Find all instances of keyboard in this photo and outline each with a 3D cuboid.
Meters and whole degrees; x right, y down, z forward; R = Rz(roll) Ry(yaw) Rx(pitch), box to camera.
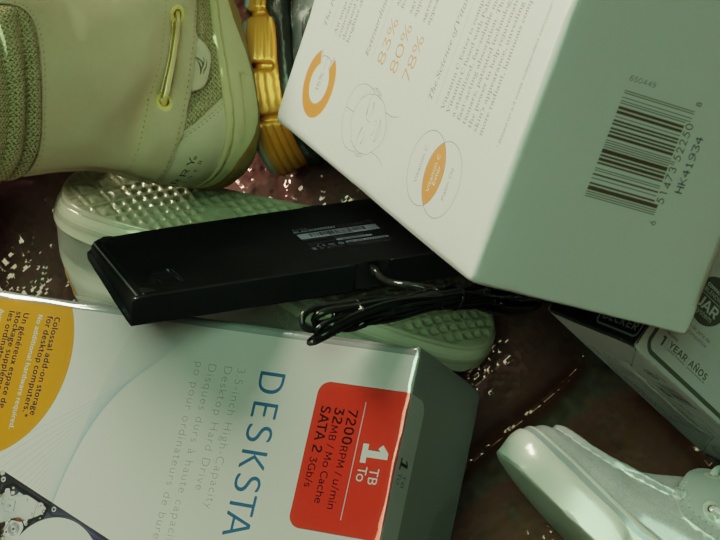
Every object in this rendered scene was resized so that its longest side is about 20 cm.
[{"bbox_3d":[0.000,0.000,0.875,0.199,0.127,0.021,-9,113,-19],"label":"keyboard"}]

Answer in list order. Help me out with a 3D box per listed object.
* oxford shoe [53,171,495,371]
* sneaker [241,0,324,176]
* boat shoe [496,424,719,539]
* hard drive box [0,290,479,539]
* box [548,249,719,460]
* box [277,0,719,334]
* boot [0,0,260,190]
[{"bbox_3d":[-0.039,0.008,0.937,0.199,0.075,0.058,15,122,7],"label":"oxford shoe"},{"bbox_3d":[-0.013,-0.143,0.967,0.077,0.078,0.201,-4,83,9],"label":"sneaker"},{"bbox_3d":[0.147,0.115,0.861,0.200,0.072,0.069,36,80,18],"label":"boat shoe"},{"bbox_3d":[-0.068,0.101,0.881,0.199,0.077,0.157,6,75,24],"label":"hard drive box"},{"bbox_3d":[0.179,-0.027,0.870,0.201,0.117,0.060,-55,33,-7],"label":"box"},{"bbox_3d":[0.061,-0.075,0.831,0.097,0.200,0.125,13,105,-28],"label":"box"},{"bbox_3d":[-0.131,-0.128,0.897,0.073,0.155,0.201,-23,77,43],"label":"boot"}]
